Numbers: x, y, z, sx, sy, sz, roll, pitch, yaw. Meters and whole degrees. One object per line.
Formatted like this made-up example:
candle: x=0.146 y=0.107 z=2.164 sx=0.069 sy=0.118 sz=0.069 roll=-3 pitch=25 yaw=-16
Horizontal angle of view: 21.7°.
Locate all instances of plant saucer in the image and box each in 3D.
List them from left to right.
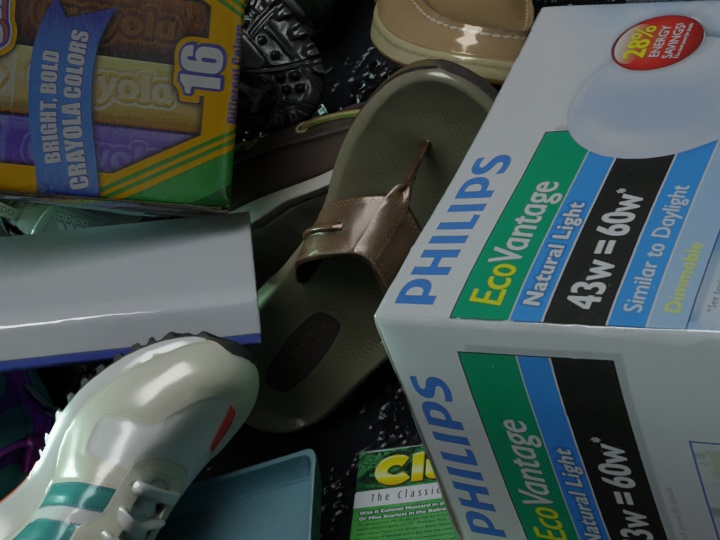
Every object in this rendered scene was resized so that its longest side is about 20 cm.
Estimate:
plant saucer: x=-0.097 y=0.129 z=0.768 sx=0.200 sy=0.019 sz=0.070 roll=-20 pitch=52 yaw=29

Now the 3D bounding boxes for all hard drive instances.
hard drive: x=-0.143 y=0.012 z=0.788 sx=0.200 sy=0.025 sz=0.132 roll=-6 pitch=17 yaw=-3

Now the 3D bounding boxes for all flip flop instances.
flip flop: x=0.000 y=0.000 z=0.799 sx=0.200 sy=0.081 sz=0.058 roll=-51 pitch=6 yaw=25

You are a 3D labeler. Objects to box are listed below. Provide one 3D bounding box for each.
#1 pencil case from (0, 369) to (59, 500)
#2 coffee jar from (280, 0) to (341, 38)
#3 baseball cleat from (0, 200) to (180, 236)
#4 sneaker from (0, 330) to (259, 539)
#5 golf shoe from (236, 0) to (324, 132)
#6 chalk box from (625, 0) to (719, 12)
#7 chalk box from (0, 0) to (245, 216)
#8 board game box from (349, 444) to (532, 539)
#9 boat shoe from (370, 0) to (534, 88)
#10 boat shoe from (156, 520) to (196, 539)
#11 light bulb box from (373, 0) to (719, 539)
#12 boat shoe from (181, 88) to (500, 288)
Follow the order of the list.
pencil case: x=-0.194 y=0.046 z=0.908 sx=0.092 sy=0.085 sz=0.200 roll=-44 pitch=50 yaw=15
coffee jar: x=-0.022 y=-0.223 z=0.984 sx=0.104 sy=0.085 sz=0.200 roll=15 pitch=69 yaw=42
baseball cleat: x=-0.180 y=-0.047 z=0.905 sx=0.070 sy=0.200 sz=0.106 roll=-62 pitch=41 yaw=42
sneaker: x=-0.103 y=0.114 z=0.728 sx=0.200 sy=0.070 sz=0.093 roll=-42 pitch=52 yaw=11
golf shoe: x=-0.093 y=-0.116 z=0.954 sx=0.200 sy=0.094 sz=0.078 roll=26 pitch=85 yaw=25
chalk box: x=0.206 y=-0.163 z=0.736 sx=0.200 sy=0.125 sz=0.124 roll=-8 pitch=54 yaw=39
chalk box: x=-0.165 y=-0.093 z=0.805 sx=0.124 sy=0.200 sz=0.124 roll=5 pitch=89 yaw=60
board game box: x=0.093 y=0.098 z=0.726 sx=0.200 sy=0.023 sz=0.105 roll=-9 pitch=38 yaw=13
boat shoe: x=0.042 y=-0.133 z=0.851 sx=0.200 sy=0.071 sz=0.065 roll=-110 pitch=32 yaw=-65
boat shoe: x=-0.053 y=0.133 z=0.793 sx=0.200 sy=0.072 sz=0.068 roll=12 pitch=68 yaw=40
light bulb box: x=0.141 y=0.000 z=0.702 sx=0.200 sy=0.125 sz=0.198 roll=1 pitch=42 yaw=28
boat shoe: x=0.005 y=-0.050 z=0.874 sx=0.200 sy=0.072 sz=0.060 roll=-20 pitch=56 yaw=22
